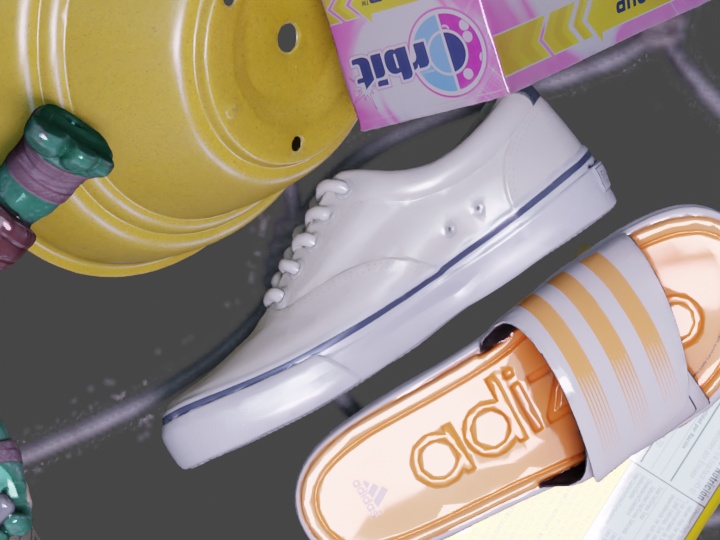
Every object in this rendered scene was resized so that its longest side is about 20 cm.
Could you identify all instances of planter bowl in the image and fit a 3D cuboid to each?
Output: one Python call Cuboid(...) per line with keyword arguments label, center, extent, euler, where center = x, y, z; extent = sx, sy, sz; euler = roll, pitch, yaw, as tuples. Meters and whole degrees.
Cuboid(label="planter bowl", center=(-0.051, -0.088, 1.068), extent=(0.200, 0.083, 0.202), euler=(-17, 113, -44))

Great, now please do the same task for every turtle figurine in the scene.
Cuboid(label="turtle figurine", center=(-0.173, 0.022, 1.015), extent=(0.149, 0.101, 0.201), euler=(23, 102, -25))

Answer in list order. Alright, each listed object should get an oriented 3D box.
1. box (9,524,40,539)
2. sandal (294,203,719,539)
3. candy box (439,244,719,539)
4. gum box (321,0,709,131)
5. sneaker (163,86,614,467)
Cuboid(label="box", center=(-0.134, 0.197, 1.122), extent=(0.109, 0.128, 0.201), euler=(-30, 97, -1))
Cuboid(label="sandal", center=(0.069, 0.053, 1.137), extent=(0.206, 0.059, 0.079), euler=(-33, 94, 0))
Cuboid(label="candy box", center=(0.077, 0.100, 1.184), extent=(0.102, 0.026, 0.201), euler=(33, 92, -8))
Cuboid(label="gum box", center=(0.059, -0.133, 1.083), extent=(0.066, 0.200, 0.114), euler=(-12, 99, 35))
Cuboid(label="sneaker", center=(0.000, 0.000, 1.144), extent=(0.200, 0.073, 0.071), euler=(-34, 89, -10))
